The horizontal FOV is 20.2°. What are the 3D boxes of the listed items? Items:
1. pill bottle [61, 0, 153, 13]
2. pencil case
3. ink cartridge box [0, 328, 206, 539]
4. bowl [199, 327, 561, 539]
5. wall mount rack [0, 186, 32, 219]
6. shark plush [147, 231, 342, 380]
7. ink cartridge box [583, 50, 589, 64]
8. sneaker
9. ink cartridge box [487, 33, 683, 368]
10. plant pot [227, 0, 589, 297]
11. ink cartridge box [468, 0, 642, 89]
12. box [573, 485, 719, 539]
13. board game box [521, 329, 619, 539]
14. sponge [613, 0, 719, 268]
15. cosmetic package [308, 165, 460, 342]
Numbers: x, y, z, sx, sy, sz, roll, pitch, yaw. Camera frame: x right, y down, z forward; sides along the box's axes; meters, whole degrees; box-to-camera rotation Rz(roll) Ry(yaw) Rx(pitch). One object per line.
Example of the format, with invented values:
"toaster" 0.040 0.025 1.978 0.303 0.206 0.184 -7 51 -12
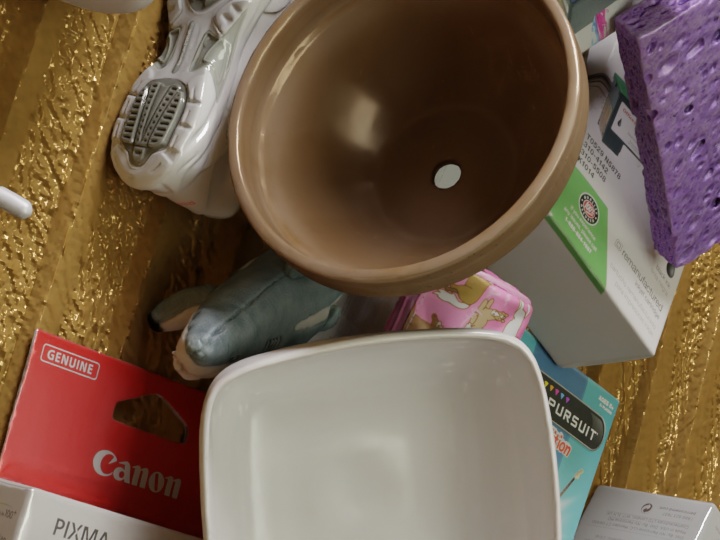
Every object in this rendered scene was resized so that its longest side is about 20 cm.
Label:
"pill bottle" -0.120 -0.244 1.065 0.112 0.112 0.201 40 66 -40
"pencil case" 0.025 0.087 1.189 0.201 0.086 0.083 -64 175 1
"ink cartridge box" -0.125 0.147 1.145 0.199 0.044 0.178 25 77 -44
"bowl" 0.007 0.130 1.111 0.198 0.075 0.202 -6 99 -13
"wall mount rack" -0.261 -0.032 0.967 0.174 0.074 0.201 45 63 -38
"shark plush" -0.028 0.008 1.154 0.199 0.083 0.091 -28 72 -25
"ink cartridge box" 0.069 -0.221 1.280 0.199 0.082 0.148 22 78 -44
"sneaker" -0.068 -0.122 1.167 0.099 0.078 0.201 36 77 -48
"ink cartridge box" 0.159 -0.060 1.356 0.146 0.084 0.201 49 49 -32
"plant pot" 0.035 -0.070 1.102 0.093 0.199 0.202 46 61 -58
"ink cartridge box" 0.106 -0.208 1.199 0.199 0.087 0.147 -32 116 -35
"box" 0.200 0.283 1.443 0.201 0.106 0.153 -57 129 -26
"board game box" 0.089 0.147 1.360 0.151 0.047 0.202 35 69 -42
"sponge" 0.221 -0.102 1.260 0.111 0.030 0.201 -34 137 -16
"cosmetic package" 0.000 0.000 1.253 0.082 0.050 0.201 42 65 -42
